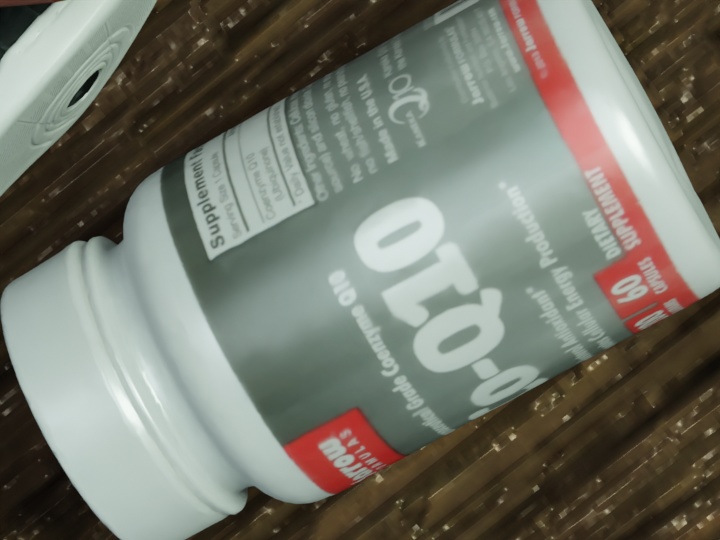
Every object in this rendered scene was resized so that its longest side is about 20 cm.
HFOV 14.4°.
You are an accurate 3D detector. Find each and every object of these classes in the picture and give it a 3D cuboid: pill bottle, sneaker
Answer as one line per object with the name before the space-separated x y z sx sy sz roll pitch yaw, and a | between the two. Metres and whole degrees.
pill bottle | 0.000 0.000 0.864 0.199 0.114 0.114 -29 85 9
sneaker | -0.160 -0.061 0.913 0.112 0.073 0.200 42 98 6

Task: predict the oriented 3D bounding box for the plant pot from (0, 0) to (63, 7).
plant pot | -0.170 -0.154 0.840 0.194 0.201 0.202 1 90 17
